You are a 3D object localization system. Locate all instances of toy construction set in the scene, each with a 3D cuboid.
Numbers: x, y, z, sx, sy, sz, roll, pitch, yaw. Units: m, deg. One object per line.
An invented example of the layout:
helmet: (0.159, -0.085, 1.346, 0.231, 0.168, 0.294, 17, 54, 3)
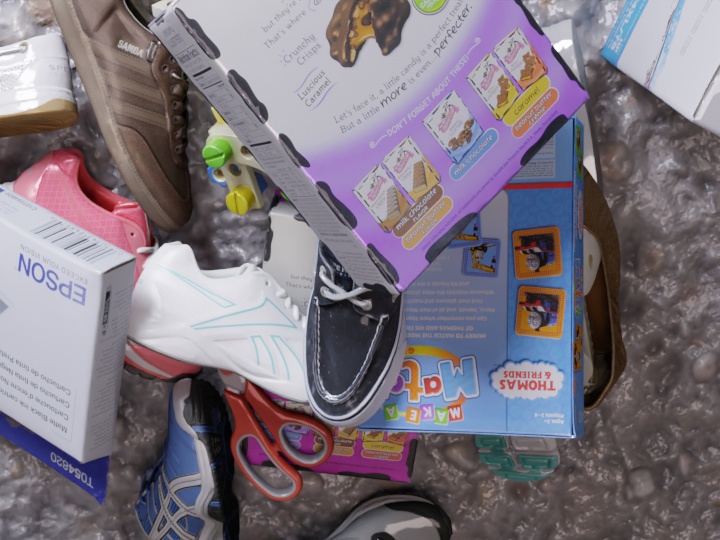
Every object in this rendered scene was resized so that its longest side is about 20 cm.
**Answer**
toy construction set: (-0.061, -0.126, 0.756, 0.129, 0.093, 0.202, 10, 142, 21)

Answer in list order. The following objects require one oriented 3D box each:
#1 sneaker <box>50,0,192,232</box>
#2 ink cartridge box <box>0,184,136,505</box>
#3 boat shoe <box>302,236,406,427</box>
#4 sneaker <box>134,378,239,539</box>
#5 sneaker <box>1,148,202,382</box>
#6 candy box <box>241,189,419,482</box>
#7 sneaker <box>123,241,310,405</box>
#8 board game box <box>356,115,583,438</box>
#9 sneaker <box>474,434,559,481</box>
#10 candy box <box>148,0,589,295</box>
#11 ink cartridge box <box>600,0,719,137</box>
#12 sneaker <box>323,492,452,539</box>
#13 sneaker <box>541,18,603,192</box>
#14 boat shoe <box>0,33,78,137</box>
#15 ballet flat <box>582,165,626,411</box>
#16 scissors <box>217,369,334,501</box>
sneaker: (-0.145, -0.125, 0.796, 0.074, 0.071, 0.203, -20, 111, 2)
ink cartridge box: (-0.247, 0.045, 0.800, 0.197, 0.040, 0.203, 25, 120, 24)
boat shoe: (0.000, 0.000, 0.742, 0.071, 0.068, 0.204, 16, 90, 20)
sneaker: (-0.136, 0.168, 0.889, 0.075, 0.076, 0.203, 3, 124, 2)
sneaker: (-0.172, -0.002, 0.838, 0.087, 0.074, 0.200, -40, 108, 9)
candy box: (-0.013, 0.050, 0.875, 0.134, 0.061, 0.203, 8, 110, -4)
sneaker: (-0.063, 0.043, 0.803, 0.198, 0.070, 0.082, 23, 82, -17)
board game box: (0.072, 0.006, 0.769, 0.149, 0.036, 0.204, -1, 84, 22)
sneaker: (0.107, 0.055, 0.872, 0.076, 0.092, 0.203, -2, 120, 18)
candy box: (0.007, -0.119, 0.667, 0.168, 0.071, 0.201, -44, 106, -14)
ink cartridge box: (0.273, -0.153, 0.748, 0.145, 0.200, 0.148, 24, 107, -12)
sneaker: (-0.015, 0.247, 0.939, 0.197, 0.079, 0.075, -24, 109, 3)
sneaker: (0.116, -0.074, 0.844, 0.113, 0.074, 0.203, -9, 116, 15)
boat shoe: (-0.288, -0.124, 0.793, 0.196, 0.071, 0.071, -5, 85, 6)
ballet flat: (0.147, 0.017, 0.810, 0.067, 0.073, 0.203, -1, 126, 20)
scissors: (-0.096, 0.084, 0.847, 0.073, 0.014, 0.201, -36, 106, 13)
